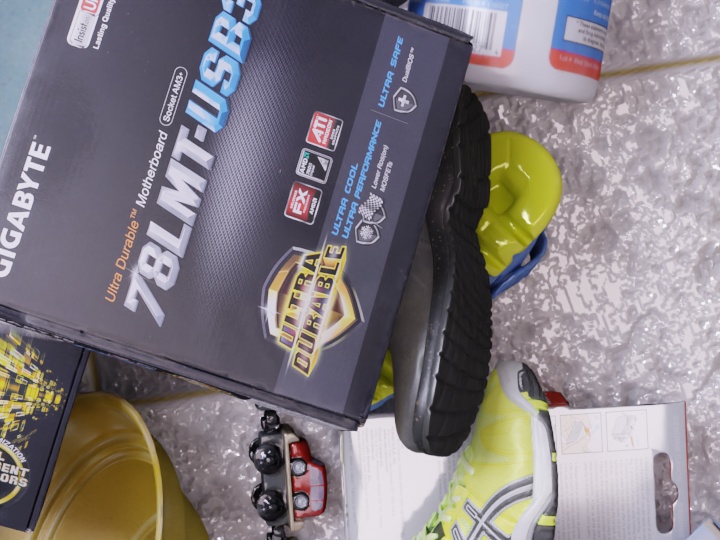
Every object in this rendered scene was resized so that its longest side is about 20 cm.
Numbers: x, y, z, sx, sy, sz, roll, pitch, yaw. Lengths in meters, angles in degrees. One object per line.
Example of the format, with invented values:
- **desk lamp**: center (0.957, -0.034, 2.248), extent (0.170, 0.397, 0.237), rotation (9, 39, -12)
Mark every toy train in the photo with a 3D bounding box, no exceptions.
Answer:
- **toy train**: center (-0.041, 0.125, 0.898), extent (0.045, 0.034, 0.203), rotation (-4, 94, -12)

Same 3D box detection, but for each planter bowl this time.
- **planter bowl**: center (-0.140, 0.176, 0.855), extent (0.083, 0.200, 0.202), rotation (25, 96, -38)

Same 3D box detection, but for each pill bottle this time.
- **pill bottle**: center (0.089, -0.198, 0.827), extent (0.111, 0.112, 0.203), rotation (9, 95, 0)

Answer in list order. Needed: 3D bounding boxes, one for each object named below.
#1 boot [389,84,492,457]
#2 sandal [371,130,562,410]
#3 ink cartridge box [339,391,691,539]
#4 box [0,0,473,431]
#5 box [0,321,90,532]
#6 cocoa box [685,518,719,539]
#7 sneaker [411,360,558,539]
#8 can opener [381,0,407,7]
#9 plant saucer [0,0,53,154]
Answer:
- **boot**: center (0.000, 0.000, 0.804), extent (0.129, 0.068, 0.202), rotation (-5, 72, 24)
- **sandal**: center (0.039, 0.012, 0.860), extent (0.200, 0.087, 0.080), rotation (-40, 73, 8)
- **ink cartridge box**: center (0.088, 0.128, 0.888), extent (0.197, 0.050, 0.110), rotation (-3, 95, 0)
- **box**: center (-0.066, -0.048, 0.723), extent (0.197, 0.050, 0.202), rotation (20, 80, -11)
- **box**: center (-0.242, 0.038, 0.793), extent (0.198, 0.049, 0.162), rotation (18, 115, -10)
- **cocoa box**: center (0.184, 0.268, 0.838), extent (0.200, 0.131, 0.133), rotation (-44, 125, 4)
- **sneaker**: center (0.061, 0.148, 0.827), extent (0.075, 0.075, 0.203), rotation (7, 94, -1)
- **can opener**: center (-0.017, -0.149, 0.788), extent (0.199, 0.067, 0.054), rotation (-32, 71, 29)
- **plant saucer**: center (-0.106, -0.064, 0.759), extent (0.198, 0.039, 0.204), rotation (2, 83, -13)
